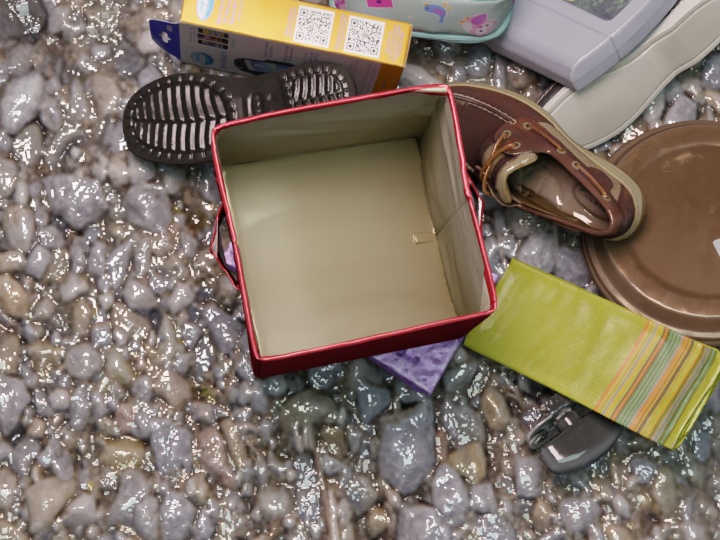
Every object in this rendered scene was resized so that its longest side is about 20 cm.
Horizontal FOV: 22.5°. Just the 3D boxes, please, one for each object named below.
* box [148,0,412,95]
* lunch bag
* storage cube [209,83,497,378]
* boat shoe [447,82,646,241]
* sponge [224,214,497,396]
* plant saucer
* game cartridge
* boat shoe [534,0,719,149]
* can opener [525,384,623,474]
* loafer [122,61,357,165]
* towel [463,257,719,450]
[{"bbox_3d":[-0.064,-0.180,1.418,0.199,0.119,0.042,13,81,-3],"label":"box"},{"bbox_3d":[0.050,-0.280,1.443,0.159,0.077,0.201,4,61,2],"label":"lunch bag"},{"bbox_3d":[-0.012,-0.024,1.340,0.199,0.180,0.172,-12,83,-5],"label":"storage cube"},{"bbox_3d":[0.127,-0.084,1.417,0.200,0.072,0.072,36,115,19],"label":"boat shoe"},{"bbox_3d":[0.000,0.000,1.443,0.199,0.030,0.112,32,81,1],"label":"sponge"},{"bbox_3d":[0.275,-0.036,1.443,0.199,0.030,0.201,-1,65,3],"label":"plant saucer"},{"bbox_3d":[0.195,-0.242,1.457,0.133,0.041,0.200,32,77,32],"label":"game cartridge"},{"bbox_3d":[0.211,-0.171,1.470,0.200,0.074,0.060,-41,44,7],"label":"boat shoe"},{"bbox_3d":[0.215,0.089,1.436,0.200,0.053,0.067,-37,70,-11],"label":"can opener"},{"bbox_3d":[-0.091,-0.116,1.426,0.199,0.071,0.073,-3,82,18],"label":"loafer"},{"bbox_3d":[0.180,0.062,1.406,0.199,0.018,0.086,26,76,30],"label":"towel"}]
